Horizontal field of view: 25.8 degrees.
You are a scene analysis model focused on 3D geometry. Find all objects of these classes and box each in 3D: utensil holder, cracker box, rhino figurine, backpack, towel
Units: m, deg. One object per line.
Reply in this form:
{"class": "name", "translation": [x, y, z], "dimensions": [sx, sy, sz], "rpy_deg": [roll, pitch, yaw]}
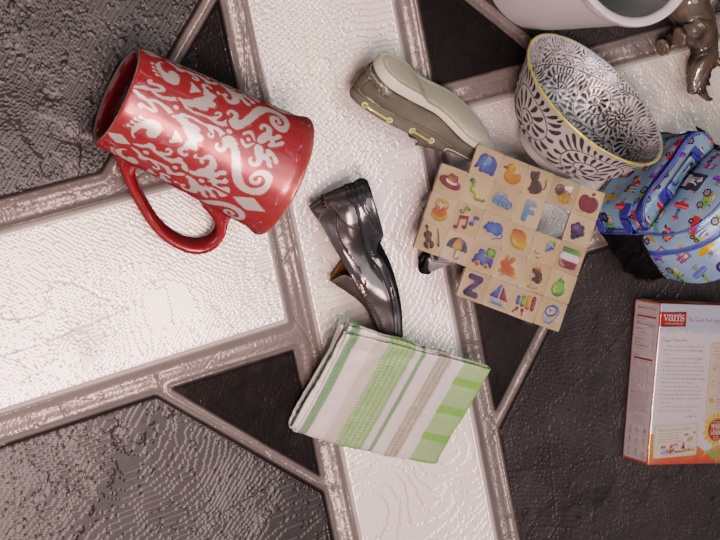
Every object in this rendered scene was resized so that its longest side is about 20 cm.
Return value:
{"class": "utensil holder", "translation": [0.251, -0.355, 1.762], "dimensions": [0.168, 0.199, 0.172], "rpy_deg": [-3, 97, -27]}
{"class": "cracker box", "translation": [0.403, 0.139, 1.965], "dimensions": [0.133, 0.058, 0.203], "rpy_deg": [3, 94, -28]}
{"class": "rhino figurine", "translation": [0.404, -0.299, 1.924], "dimensions": [0.087, 0.060, 0.202], "rpy_deg": [-36, 113, -31]}
{"class": "backpack", "translation": [0.397, -0.076, 1.863], "dimensions": [0.183, 0.200, 0.135], "rpy_deg": [-49, 113, -14]}
{"class": "towel", "translation": [0.032, 0.140, 1.768], "dimensions": [0.198, 0.031, 0.150], "rpy_deg": [17, 116, -29]}

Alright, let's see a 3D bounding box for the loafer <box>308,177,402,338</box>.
{"class": "loafer", "translation": [0.000, 0.000, 1.749], "dimensions": [0.071, 0.073, 0.202], "rpy_deg": [-16, 103, 0]}

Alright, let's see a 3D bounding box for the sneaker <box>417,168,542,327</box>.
{"class": "sneaker", "translation": [0.125, -0.006, 1.810], "dimensions": [0.115, 0.075, 0.202], "rpy_deg": [-29, 100, -14]}

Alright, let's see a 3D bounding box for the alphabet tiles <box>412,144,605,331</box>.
{"class": "alphabet tiles", "translation": [0.164, -0.041, 1.777], "dimensions": [0.198, 0.008, 0.169], "rpy_deg": [19, 90, -14]}

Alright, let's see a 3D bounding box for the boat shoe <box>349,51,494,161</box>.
{"class": "boat shoe", "translation": [0.072, -0.174, 1.766], "dimensions": [0.060, 0.073, 0.201], "rpy_deg": [-39, 132, 25]}

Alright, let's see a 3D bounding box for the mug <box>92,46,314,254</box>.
{"class": "mug", "translation": [-0.171, -0.118, 1.610], "dimensions": [0.199, 0.133, 0.179], "rpy_deg": [25, 81, -23]}

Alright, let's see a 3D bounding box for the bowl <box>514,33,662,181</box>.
{"class": "bowl", "translation": [0.245, -0.169, 1.818], "dimensions": [0.199, 0.094, 0.202], "rpy_deg": [26, 38, -22]}
